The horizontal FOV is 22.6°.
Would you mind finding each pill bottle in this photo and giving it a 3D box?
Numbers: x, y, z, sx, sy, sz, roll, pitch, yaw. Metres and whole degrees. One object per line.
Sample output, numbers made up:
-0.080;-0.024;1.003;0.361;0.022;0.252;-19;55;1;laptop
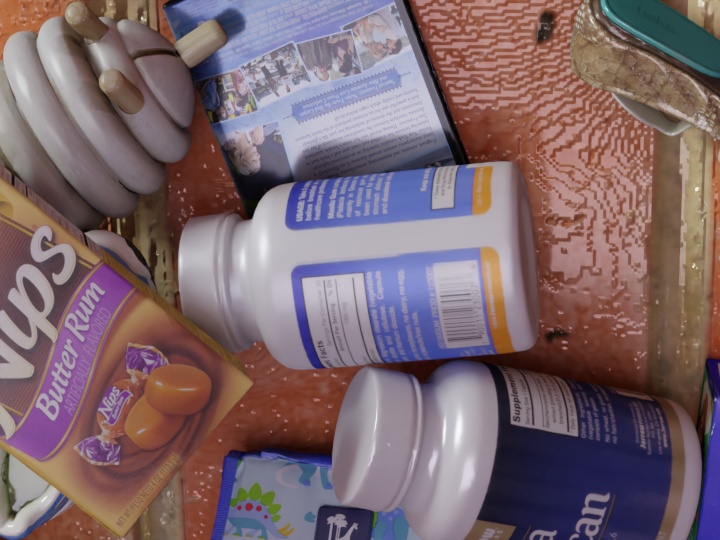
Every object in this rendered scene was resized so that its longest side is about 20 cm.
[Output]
0.090;0.114;1.069;0.200;0.111;0.111;11;109;-15;pill bottle
0.000;0.000;1.058;0.200;0.112;0.112;-5;106;11;pill bottle

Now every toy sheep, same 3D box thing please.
-0.166;-0.090;1.067;0.200;0.138;0.138;-27;101;6;toy sheep

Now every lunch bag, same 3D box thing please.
-0.009;0.217;1.146;0.170;0.127;0.200;4;90;7;lunch bag

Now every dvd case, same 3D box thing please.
-0.019;-0.094;1.101;0.143;0.018;0.200;-19;102;14;dvd case

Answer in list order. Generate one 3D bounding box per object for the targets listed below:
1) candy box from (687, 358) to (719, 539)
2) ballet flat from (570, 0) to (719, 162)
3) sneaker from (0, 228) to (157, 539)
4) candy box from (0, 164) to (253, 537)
0.284;0.166;1.101;0.169;0.077;0.200;6;107;6;candy box
0.210;-0.096;1.049;0.200;0.071;0.065;31;136;2;ballet flat
-0.172;0.072;1.067;0.076;0.077;0.200;18;108;2;sneaker
-0.172;0.040;0.997;0.200;0.056;0.117;40;91;-15;candy box
